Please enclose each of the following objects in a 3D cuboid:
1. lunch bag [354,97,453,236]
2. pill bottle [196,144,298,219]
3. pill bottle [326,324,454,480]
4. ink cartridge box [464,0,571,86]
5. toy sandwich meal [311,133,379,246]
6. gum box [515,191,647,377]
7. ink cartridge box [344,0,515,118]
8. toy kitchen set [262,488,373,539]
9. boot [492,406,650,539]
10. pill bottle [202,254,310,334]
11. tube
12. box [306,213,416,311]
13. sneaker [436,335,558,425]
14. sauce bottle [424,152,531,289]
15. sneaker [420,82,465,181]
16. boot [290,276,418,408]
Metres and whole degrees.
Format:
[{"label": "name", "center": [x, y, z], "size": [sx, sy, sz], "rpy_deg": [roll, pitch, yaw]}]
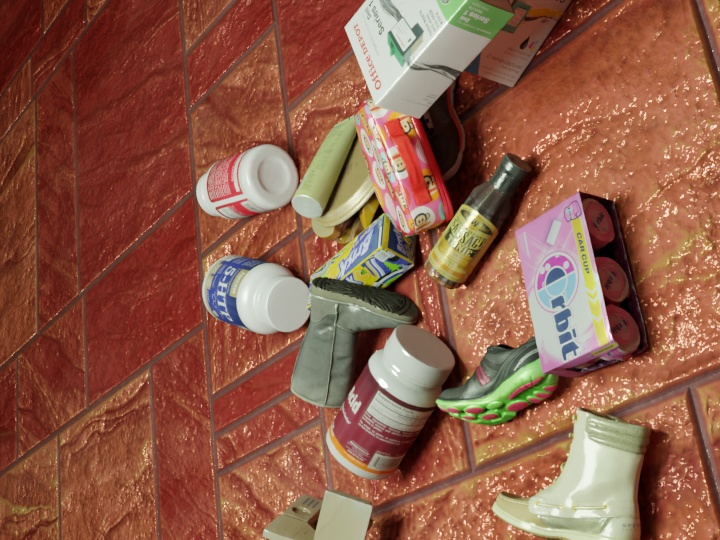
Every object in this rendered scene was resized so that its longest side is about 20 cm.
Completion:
[{"label": "lunch bag", "center": [0.058, -0.149, 1.517], "size": [0.176, 0.081, 0.202], "rpy_deg": [178, 71, -84]}, {"label": "pill bottle", "center": [-0.207, -0.152, 1.949], "size": [0.199, 0.112, 0.113], "rpy_deg": [-9, 74, 52]}, {"label": "pill bottle", "center": [0.043, 0.182, 1.528], "size": [0.201, 0.113, 0.114], "rpy_deg": [-60, 40, 24]}, {"label": "ink cartridge box", "center": [0.177, -0.381, 1.459], "size": [0.201, 0.146, 0.147], "rpy_deg": [-57, 43, 29]}, {"label": "toy sandwich meal", "center": [0.001, -0.130, 1.698], "size": [0.205, 0.070, 0.206], "rpy_deg": [-40, 30, 28]}, {"label": "gum box", "center": [0.262, 0.024, 1.311], "size": [0.113, 0.066, 0.202], "rpy_deg": [-34, 56, 46]}, {"label": "ink cartridge box", "center": [0.082, -0.313, 1.381], "size": [0.200, 0.084, 0.147], "rpy_deg": [-45, 52, 36]}, {"label": "toy kitchen set", "center": [-0.021, 0.380, 1.602], "size": [0.198, 0.180, 0.165], "rpy_deg": [16, 99, 14]}, {"label": "boot", "center": [0.245, 0.236, 1.278], "size": [0.199, 0.072, 0.156], "rpy_deg": [4, 85, 48]}, {"label": "pill bottle", "center": [-0.171, 0.043, 1.847], "size": [0.199, 0.119, 0.121], "rpy_deg": [11, 90, 54]}, {"label": "tube", "center": [-0.047, -0.170, 1.700], "size": [0.052, 0.057, 0.201], "rpy_deg": [83, -157, -51]}, {"label": "box", "center": [0.000, 0.000, 1.659], "size": [0.200, 0.064, 0.071], "rpy_deg": [-39, 34, 41]}, {"label": "sneaker", "center": [0.178, 0.141, 1.406], "size": [0.199, 0.076, 0.084], "rpy_deg": [-30, 41, 43]}, {"label": "sauce bottle", "center": [0.158, -0.067, 1.476], "size": [0.201, 0.066, 0.066], "rpy_deg": [-60, 40, 27]}, {"label": "sneaker", "center": [0.094, -0.224, 1.585], "size": [0.077, 0.081, 0.202], "rpy_deg": [-26, 64, 47]}, {"label": "boot", "center": [-0.012, 0.120, 1.641], "size": [0.180, 0.073, 0.202], "rpy_deg": [16, 113, 16]}]
